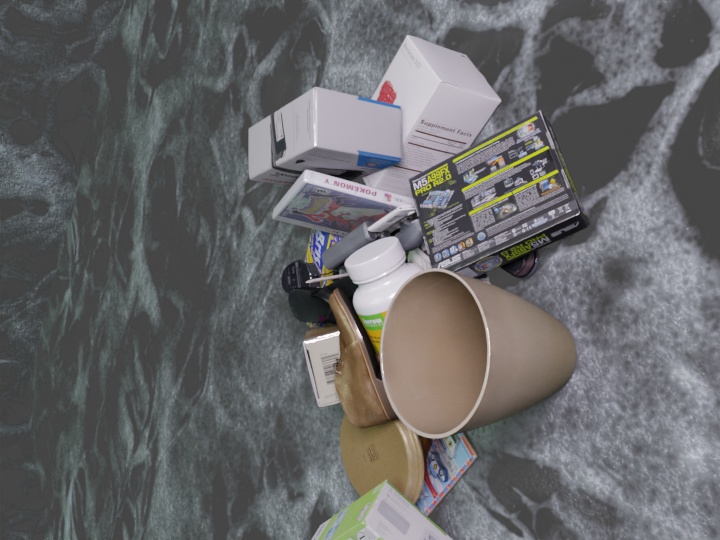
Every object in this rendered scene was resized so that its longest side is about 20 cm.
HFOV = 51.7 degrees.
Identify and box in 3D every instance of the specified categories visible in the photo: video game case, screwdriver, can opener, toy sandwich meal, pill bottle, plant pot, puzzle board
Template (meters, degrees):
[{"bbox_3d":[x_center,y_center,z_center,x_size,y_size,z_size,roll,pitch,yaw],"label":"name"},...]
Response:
[{"bbox_3d":[-0.026,-0.091,1.135,0.200,0.181,0.023,148,133,-67],"label":"video game case"},{"bbox_3d":[0.000,0.000,1.111,0.028,0.199,0.029,38,120,39],"label":"screwdriver"},{"bbox_3d":[0.021,-0.036,1.081,0.200,0.053,0.067,-34,66,43],"label":"can opener"},{"bbox_3d":[0.045,0.261,1.116,0.205,0.070,0.206,9,102,50],"label":"toy sandwich meal"},{"bbox_3d":[0.057,0.060,1.033,0.111,0.111,0.201,-4,117,54],"label":"pill bottle"},{"bbox_3d":[0.158,0.098,0.884,0.187,0.199,0.189,-11,77,54],"label":"plant pot"},{"bbox_3d":[0.087,0.246,1.123,0.151,0.017,0.200,-60,42,31],"label":"puzzle board"}]

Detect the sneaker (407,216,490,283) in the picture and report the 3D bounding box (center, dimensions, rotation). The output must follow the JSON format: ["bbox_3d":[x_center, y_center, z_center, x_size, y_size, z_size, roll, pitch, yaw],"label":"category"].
[{"bbox_3d":[0.122,0.006,1.066,0.200,0.075,0.081,-117,38,-48],"label":"sneaker"}]

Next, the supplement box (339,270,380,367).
[{"bbox_3d":[0.017,0.066,1.190,0.069,0.066,0.201,-45,49,47],"label":"supplement box"}]

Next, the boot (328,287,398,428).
[{"bbox_3d":[-0.014,0.125,1.045,0.075,0.074,0.201,-23,83,11],"label":"boot"}]

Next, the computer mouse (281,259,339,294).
[{"bbox_3d":[-0.062,0.005,1.230,0.199,0.034,0.059,-10,83,45],"label":"computer mouse"}]

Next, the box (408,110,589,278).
[{"bbox_3d":[0.171,-0.089,0.952,0.199,0.044,0.161,-26,58,23],"label":"box"}]

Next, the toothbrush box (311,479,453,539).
[{"bbox_3d":[0.021,0.414,1.074,0.146,0.086,0.200,41,130,0],"label":"toothbrush box"}]

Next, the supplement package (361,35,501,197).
[{"bbox_3d":[0.086,-0.217,1.095,0.200,0.119,0.122,-57,43,33],"label":"supplement package"}]

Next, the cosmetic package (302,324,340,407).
[{"bbox_3d":[-0.044,0.143,1.175,0.200,0.071,0.106,144,112,-87],"label":"cosmetic package"}]

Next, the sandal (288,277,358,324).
[{"bbox_3d":[-0.056,0.058,1.174,0.200,0.048,0.076,-12,99,49],"label":"sandal"}]

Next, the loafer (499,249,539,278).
[{"bbox_3d":[0.167,-0.067,1.010,0.072,0.063,0.201,-56,44,33],"label":"loafer"}]

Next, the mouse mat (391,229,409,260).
[{"bbox_3d":[0.033,0.010,1.240,0.200,0.007,0.162,-48,49,41],"label":"mouse mat"}]

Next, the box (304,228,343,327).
[{"bbox_3d":[-0.055,-0.004,1.298,0.064,0.070,0.201,31,113,51],"label":"box"}]

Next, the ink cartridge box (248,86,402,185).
[{"bbox_3d":[-0.055,-0.181,1.062,0.200,0.144,0.085,-11,78,56],"label":"ink cartridge box"}]
